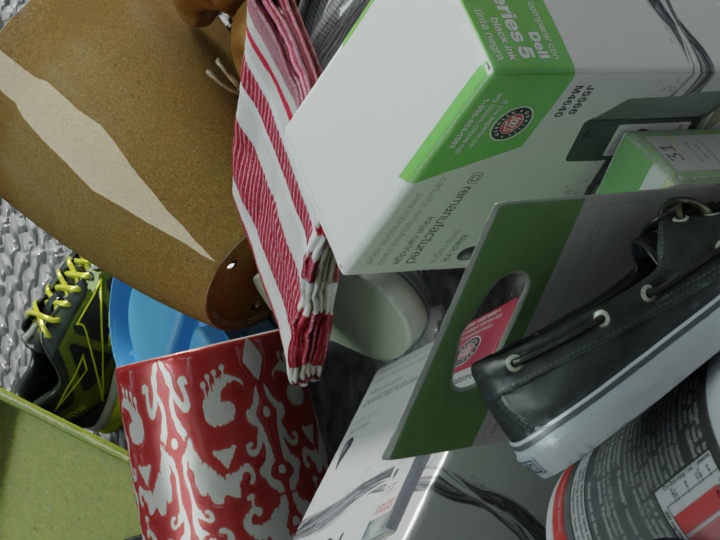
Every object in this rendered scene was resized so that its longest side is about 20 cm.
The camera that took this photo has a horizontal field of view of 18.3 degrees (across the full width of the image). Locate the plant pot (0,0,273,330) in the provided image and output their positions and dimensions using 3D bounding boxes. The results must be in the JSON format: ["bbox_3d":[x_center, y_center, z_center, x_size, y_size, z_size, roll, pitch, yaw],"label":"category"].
[{"bbox_3d":[-0.115,-0.061,1.380,0.200,0.186,0.187,45,129,28],"label":"plant pot"}]

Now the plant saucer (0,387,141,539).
[{"bbox_3d":[-0.196,0.191,1.547,0.199,0.048,0.201,24,116,19],"label":"plant saucer"}]

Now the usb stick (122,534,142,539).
[{"bbox_3d":[-0.135,0.199,1.466,0.199,0.033,0.056,-21,87,34],"label":"usb stick"}]

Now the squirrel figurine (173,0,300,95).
[{"bbox_3d":[-0.045,-0.184,1.282,0.200,0.141,0.188,-33,70,56],"label":"squirrel figurine"}]

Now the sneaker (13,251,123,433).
[{"bbox_3d":[-0.191,0.027,1.560,0.074,0.084,0.201,35,121,50],"label":"sneaker"}]

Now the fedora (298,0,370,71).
[{"bbox_3d":[0.029,-0.094,1.140,0.177,0.090,0.200,43,122,7],"label":"fedora"}]

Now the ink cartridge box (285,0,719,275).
[{"bbox_3d":[0.089,-0.076,1.012,0.146,0.199,0.084,-53,51,44],"label":"ink cartridge box"}]

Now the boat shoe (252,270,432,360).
[{"bbox_3d":[0.000,0.001,1.252,0.070,0.071,0.201,53,164,-13],"label":"boat shoe"}]

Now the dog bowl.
[{"bbox_3d":[-0.101,0.057,1.454,0.200,0.049,0.112,52,133,44],"label":"dog bowl"}]

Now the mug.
[{"bbox_3d":[-0.088,0.146,1.312,0.177,0.133,0.202,-13,89,31],"label":"mug"}]

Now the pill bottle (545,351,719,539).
[{"bbox_3d":[0.175,0.086,0.958,0.200,0.115,0.117,-48,52,48],"label":"pill bottle"}]

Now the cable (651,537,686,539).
[{"bbox_3d":[0.160,0.192,0.955,0.163,0.051,0.201,-15,116,47],"label":"cable"}]

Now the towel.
[{"bbox_3d":[-0.041,-0.048,1.153,0.201,0.023,0.145,100,155,-55],"label":"towel"}]

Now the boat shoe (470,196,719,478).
[{"bbox_3d":[0.134,0.004,0.926,0.057,0.200,0.069,51,173,-4],"label":"boat shoe"}]

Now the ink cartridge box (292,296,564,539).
[{"bbox_3d":[0.035,0.129,1.115,0.145,0.085,0.201,-31,27,54],"label":"ink cartridge box"}]

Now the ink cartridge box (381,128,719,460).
[{"bbox_3d":[0.103,0.009,0.991,0.048,0.199,0.146,53,134,39],"label":"ink cartridge box"}]
